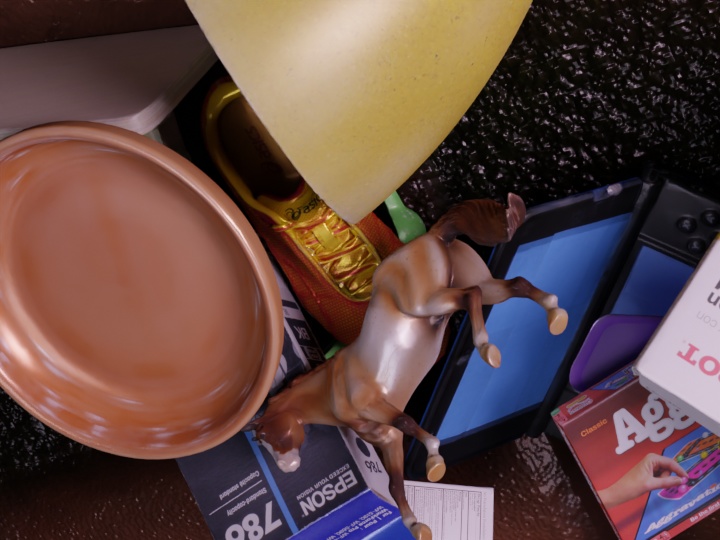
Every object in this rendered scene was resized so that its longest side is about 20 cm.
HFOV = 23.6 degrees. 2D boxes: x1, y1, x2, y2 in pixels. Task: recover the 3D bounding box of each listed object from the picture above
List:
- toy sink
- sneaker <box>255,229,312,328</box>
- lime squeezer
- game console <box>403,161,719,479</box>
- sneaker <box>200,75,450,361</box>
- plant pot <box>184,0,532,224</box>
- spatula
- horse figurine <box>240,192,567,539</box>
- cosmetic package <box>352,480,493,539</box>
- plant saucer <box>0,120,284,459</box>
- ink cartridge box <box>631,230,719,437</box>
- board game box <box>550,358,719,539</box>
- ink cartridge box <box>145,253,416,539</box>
[{"bbox_3d":[-0.172,-0.060,1.009,0.200,0.130,0.112,-4,120,22],"label":"toy sink"},{"bbox_3d":[-0.055,0.068,1.060,0.075,0.080,0.200,35,141,53],"label":"sneaker"},{"bbox_3d":[0.000,0.000,1.010,0.070,0.038,0.200,10,102,-32],"label":"lime squeezer"},{"bbox_3d":[0.142,0.053,0.965,0.170,0.118,0.200,25,127,6],"label":"game console"},{"bbox_3d":[-0.025,-0.020,0.959,0.073,0.077,0.200,-40,97,6],"label":"sneaker"},{"bbox_3d":[0.003,-0.145,0.867,0.142,0.200,0.200,-32,108,7],"label":"plant pot"},{"bbox_3d":[0.207,0.059,0.955,0.200,0.021,0.057,12,124,-17],"label":"spatula"},{"bbox_3d":[0.028,0.040,0.881,0.050,0.133,0.200,18,107,-39],"label":"horse figurine"},{"bbox_3d":[0.019,0.174,1.063,0.082,0.051,0.200,8,158,-9],"label":"cosmetic package"},{"bbox_3d":[-0.130,0.009,0.928,0.200,0.037,0.201,10,121,18],"label":"plant saucer"},{"bbox_3d":[0.246,0.007,0.837,0.147,0.086,0.200,33,88,13],"label":"ink cartridge box"},{"bbox_3d":[0.210,0.066,0.935,0.200,0.019,0.103,-32,115,-2],"label":"board game box"},{"bbox_3d":[-0.051,0.096,0.966,0.099,0.039,0.200,-35,72,16],"label":"ink cartridge box"}]
